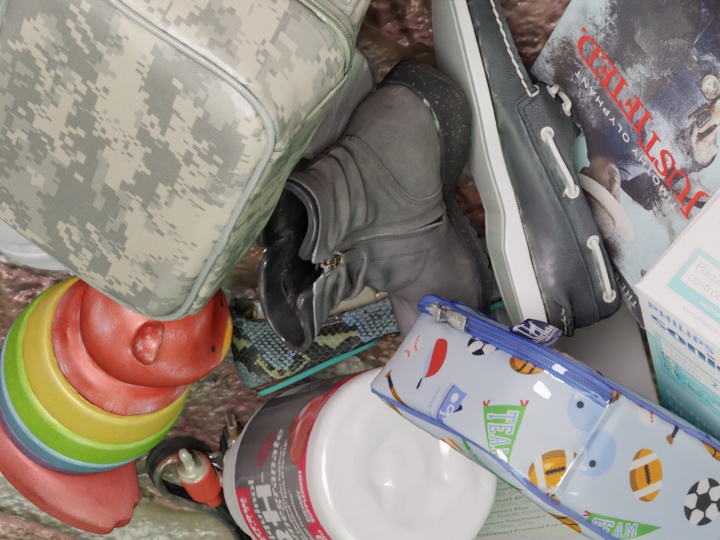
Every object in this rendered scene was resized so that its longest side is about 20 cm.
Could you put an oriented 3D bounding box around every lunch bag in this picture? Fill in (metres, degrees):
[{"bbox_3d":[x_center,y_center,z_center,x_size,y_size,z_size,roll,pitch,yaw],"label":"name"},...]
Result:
[{"bbox_3d":[0.105,0.084,1.069,0.199,0.160,0.076,34,87,-29],"label":"lunch bag"},{"bbox_3d":[-0.069,-0.099,0.916,0.139,0.168,0.200,36,145,3],"label":"lunch bag"}]

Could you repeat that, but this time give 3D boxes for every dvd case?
[{"bbox_3d":[0.149,-0.080,1.069,0.022,0.147,0.200,-22,159,-29],"label":"dvd case"}]

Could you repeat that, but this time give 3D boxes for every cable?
[{"bbox_3d":[-0.080,0.161,1.380,0.096,0.051,0.201,-15,137,-4],"label":"cable"}]

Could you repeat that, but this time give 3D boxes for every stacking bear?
[{"bbox_3d":[-0.133,0.048,1.158,0.113,0.122,0.200,24,149,-15],"label":"stacking bear"}]

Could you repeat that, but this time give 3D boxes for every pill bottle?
[{"bbox_3d":[-0.010,0.116,1.210,0.110,0.112,0.200,10,169,-20],"label":"pill bottle"}]

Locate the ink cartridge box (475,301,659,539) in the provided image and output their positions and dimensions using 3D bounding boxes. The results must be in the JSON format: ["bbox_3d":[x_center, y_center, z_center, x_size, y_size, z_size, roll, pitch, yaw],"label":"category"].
[{"bbox_3d":[0.110,0.102,1.293,0.124,0.129,0.201,-7,139,-4],"label":"ink cartridge box"}]

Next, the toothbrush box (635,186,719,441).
[{"bbox_3d":[0.222,0.055,1.031,0.085,0.146,0.200,-47,157,-11],"label":"toothbrush box"}]

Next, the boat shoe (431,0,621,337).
[{"bbox_3d":[0.086,-0.063,1.104,0.060,0.076,0.202,-17,106,-7],"label":"boat shoe"}]

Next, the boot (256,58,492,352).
[{"bbox_3d":[0.000,0.000,1.088,0.069,0.132,0.201,22,142,33],"label":"boot"}]

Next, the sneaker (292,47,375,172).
[{"bbox_3d":[-0.025,-0.077,1.127,0.081,0.077,0.200,27,163,23],"label":"sneaker"}]

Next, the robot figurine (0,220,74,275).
[{"bbox_3d":[-0.165,-0.078,1.051,0.169,0.113,0.200,-30,136,4],"label":"robot figurine"}]

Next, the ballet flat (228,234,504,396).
[{"bbox_3d":[0.011,0.010,1.224,0.199,0.075,0.074,-22,138,12],"label":"ballet flat"}]
